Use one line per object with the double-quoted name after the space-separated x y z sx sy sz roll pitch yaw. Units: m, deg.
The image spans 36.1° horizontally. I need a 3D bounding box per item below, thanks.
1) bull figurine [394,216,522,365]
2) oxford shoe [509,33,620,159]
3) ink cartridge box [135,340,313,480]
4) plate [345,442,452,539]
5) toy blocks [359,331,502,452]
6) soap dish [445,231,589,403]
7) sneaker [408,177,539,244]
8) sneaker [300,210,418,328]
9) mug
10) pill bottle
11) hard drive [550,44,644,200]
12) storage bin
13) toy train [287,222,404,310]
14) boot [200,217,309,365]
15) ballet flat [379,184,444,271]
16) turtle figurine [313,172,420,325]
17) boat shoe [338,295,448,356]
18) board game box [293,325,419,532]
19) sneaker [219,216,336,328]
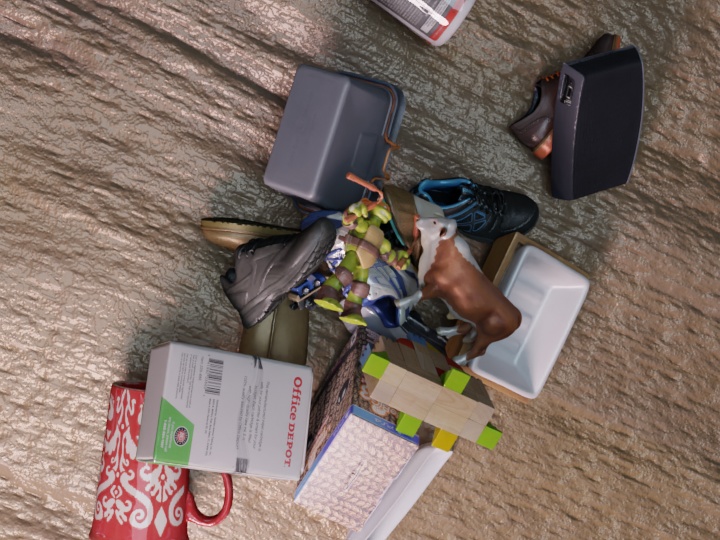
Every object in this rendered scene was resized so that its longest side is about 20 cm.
0.118 0.026 1.405 0.121 0.065 0.200 -38 107 18 "bull figurine"
0.286 -0.256 1.535 0.072 0.071 0.201 36 89 -7 "oxford shoe"
-0.169 0.181 1.395 0.197 0.084 0.149 14 75 -26 "ink cartridge box"
0.045 0.309 1.492 0.032 0.200 0.201 37 87 14 "plate"
0.078 0.132 1.374 0.198 0.137 0.101 25 107 -17 "toy blocks"
0.213 0.064 1.525 0.156 0.081 0.203 26 91 -34 "soap dish"
0.156 -0.085 1.512 0.196 0.082 0.075 1 68 -12 "sneaker"
0.000 0.000 1.427 0.199 0.075 0.089 34 54 -28 "sneaker"
-0.264 0.254 1.464 0.175 0.133 0.204 4 90 -31 "mug"
0.054 -0.397 1.455 0.198 0.116 0.117 32 89 -12 "pill bottle"
0.326 -0.195 1.508 0.133 0.042 0.203 -17 126 -21 "hard drive"
-0.034 -0.163 1.423 0.144 0.134 0.203 19 94 26 "storage bin"
-0.019 -0.009 1.492 0.199 0.034 0.046 -34 112 -23 "toy train"
-0.143 0.038 1.487 0.172 0.066 0.204 9 95 -11 "boot"
0.084 -0.047 1.475 0.071 0.068 0.202 -15 133 9 "ballet flat"
-0.002 -0.025 1.350 0.064 0.200 0.163 17 76 30 "turtle figurine"
0.058 0.084 1.528 0.199 0.072 0.068 35 53 -12 "boat shoe"
-0.002 0.201 1.434 0.096 0.201 0.161 26 117 -11 "board game box"
-0.110 -0.010 1.387 0.091 0.076 0.200 49 122 1 "sneaker"
